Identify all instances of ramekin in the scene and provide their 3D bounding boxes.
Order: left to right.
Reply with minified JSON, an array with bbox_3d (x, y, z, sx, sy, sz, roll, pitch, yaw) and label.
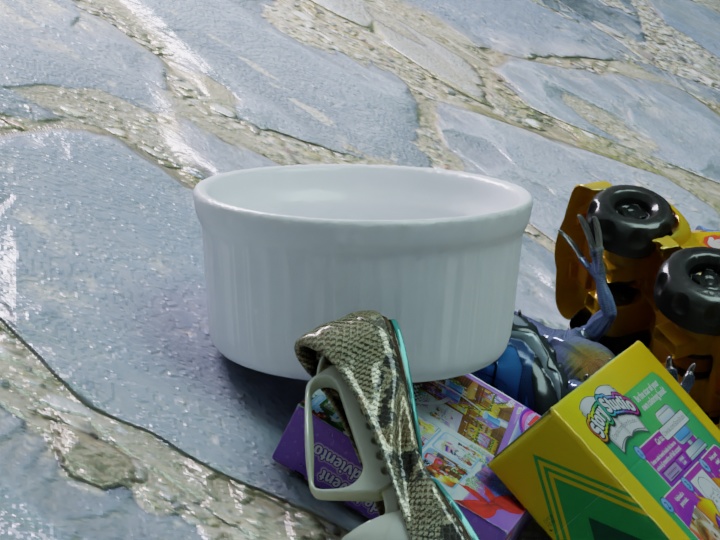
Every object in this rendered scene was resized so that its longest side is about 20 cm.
[{"bbox_3d":[0.000,0.000,1.486,0.199,0.098,0.201,2,12,0],"label":"ramekin"}]

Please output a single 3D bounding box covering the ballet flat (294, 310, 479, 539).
[{"bbox_3d":[0.012,0.114,1.324,0.075,0.068,0.201,-14,62,-16],"label":"ballet flat"}]

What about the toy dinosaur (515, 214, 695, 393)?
[{"bbox_3d":[0.133,0.072,1.675,0.104,0.201,0.181,-15,8,-23],"label":"toy dinosaur"}]

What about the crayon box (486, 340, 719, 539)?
[{"bbox_3d":[0.176,0.139,1.466,0.173,0.058,0.200,48,21,7],"label":"crayon box"}]

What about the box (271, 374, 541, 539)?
[{"bbox_3d":[0.043,0.104,1.463,0.136,0.039,0.200,30,18,10],"label":"box"}]

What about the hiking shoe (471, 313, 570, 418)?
[{"bbox_3d":[0.050,0.049,1.605,0.086,0.075,0.200,-22,51,-32],"label":"hiking shoe"}]

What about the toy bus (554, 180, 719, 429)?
[{"bbox_3d":[0.254,0.016,1.737,0.191,0.136,0.200,-17,43,-25],"label":"toy bus"}]
